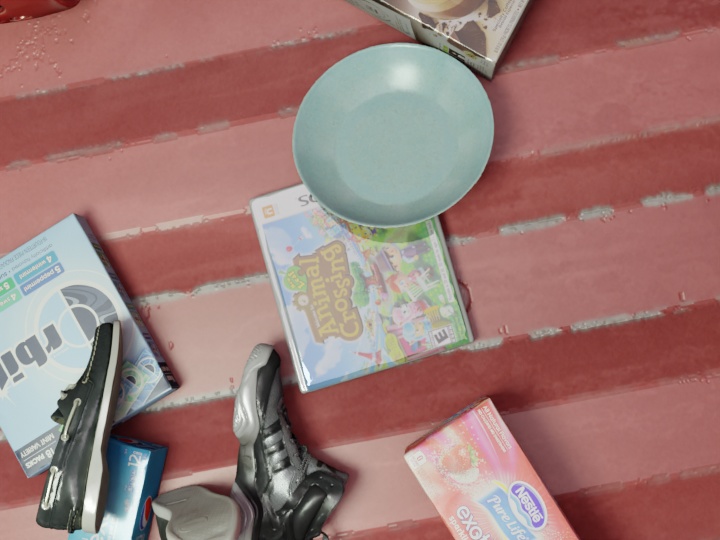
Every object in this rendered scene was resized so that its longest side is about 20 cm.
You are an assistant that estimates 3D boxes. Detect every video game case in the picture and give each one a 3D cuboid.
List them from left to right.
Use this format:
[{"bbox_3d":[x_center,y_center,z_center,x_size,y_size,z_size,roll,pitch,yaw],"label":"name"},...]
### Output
[{"bbox_3d":[0.000,0.000,1.218,0.180,0.022,0.203,-16,85,2],"label":"video game case"}]

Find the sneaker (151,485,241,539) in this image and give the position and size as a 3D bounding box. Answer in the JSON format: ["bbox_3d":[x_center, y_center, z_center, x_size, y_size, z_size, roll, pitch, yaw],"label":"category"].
[{"bbox_3d":[-0.141,0.265,1.134,0.070,0.200,0.101,-19,97,-19],"label":"sneaker"}]

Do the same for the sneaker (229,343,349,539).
[{"bbox_3d":[-0.065,0.174,1.186,0.112,0.075,0.203,4,92,3],"label":"sneaker"}]

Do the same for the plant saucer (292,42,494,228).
[{"bbox_3d":[0.033,-0.127,1.200,0.198,0.039,0.204,-3,66,7],"label":"plant saucer"}]

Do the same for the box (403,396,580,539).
[{"bbox_3d":[0.134,0.229,1.156,0.102,0.095,0.201,-32,85,0],"label":"box"}]

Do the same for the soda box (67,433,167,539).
[{"bbox_3d":[-0.246,0.265,1.191,0.063,0.068,0.203,12,87,6],"label":"soda box"}]

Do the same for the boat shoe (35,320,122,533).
[{"bbox_3d":[-0.258,0.140,1.135,0.059,0.076,0.203,6,63,-4],"label":"boat shoe"}]

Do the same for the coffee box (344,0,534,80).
[{"bbox_3d":[0.070,-0.289,1.205,0.198,0.080,0.114,29,89,5],"label":"coffee box"}]

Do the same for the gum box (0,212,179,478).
[{"bbox_3d":[-0.303,0.074,1.220,0.169,0.045,0.202,-31,86,0],"label":"gum box"}]

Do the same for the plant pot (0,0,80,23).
[{"bbox_3d":[-0.384,-0.331,1.184,0.180,0.200,0.204,-13,85,11],"label":"plant pot"}]
